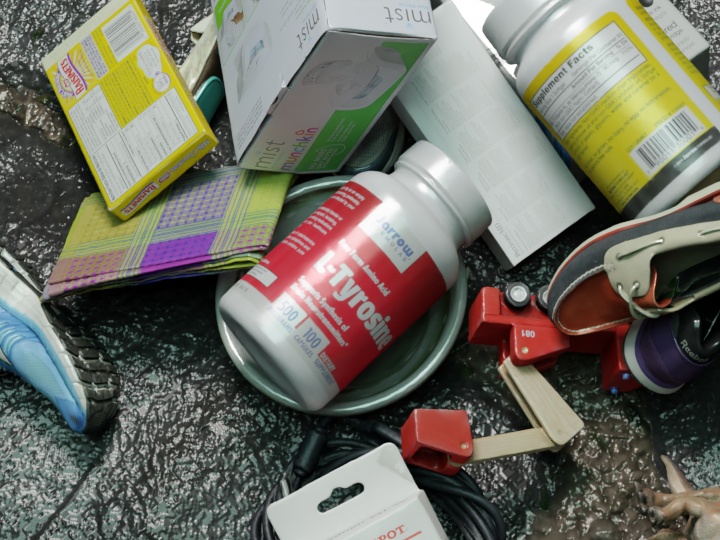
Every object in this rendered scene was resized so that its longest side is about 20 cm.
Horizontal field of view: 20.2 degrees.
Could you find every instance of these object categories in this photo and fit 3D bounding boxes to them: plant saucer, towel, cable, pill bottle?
[{"bbox_3d":[-0.013,0.025,1.594,0.198,0.050,0.202,-3,68,7],"label":"plant saucer"},{"bbox_3d":[-0.150,-0.033,1.600,0.198,0.023,0.144,-11,32,17],"label":"towel"},{"bbox_3d":[0.014,0.207,1.513,0.199,0.051,0.164,33,75,19],"label":"cable"},{"bbox_3d":[0.189,-0.135,1.509,0.114,0.114,0.200,-37,80,-8],"label":"pill bottle"},{"bbox_3d":[0.000,0.000,1.514,0.200,0.112,0.112,-43,68,-10],"label":"pill bottle"}]

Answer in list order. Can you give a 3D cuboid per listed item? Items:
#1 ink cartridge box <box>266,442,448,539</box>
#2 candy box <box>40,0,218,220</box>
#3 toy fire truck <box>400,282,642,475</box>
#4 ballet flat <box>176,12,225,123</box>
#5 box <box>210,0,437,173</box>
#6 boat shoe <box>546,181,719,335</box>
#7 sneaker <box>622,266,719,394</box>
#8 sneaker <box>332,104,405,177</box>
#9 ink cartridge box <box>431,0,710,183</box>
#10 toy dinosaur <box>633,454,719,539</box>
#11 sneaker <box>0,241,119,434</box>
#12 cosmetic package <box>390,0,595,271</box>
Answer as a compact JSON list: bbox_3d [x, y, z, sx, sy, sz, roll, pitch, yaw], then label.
[{"bbox_3d":[0.020,0.237,1.449,0.116,0.067,0.201,-28,87,3],"label":"ink cartridge box"},{"bbox_3d":[-0.192,-0.139,1.659,0.102,0.026,0.201,-39,49,12],"label":"candy box"},{"bbox_3d":[0.131,0.084,1.518,0.198,0.049,0.142,5,65,-10],"label":"toy fire truck"},{"bbox_3d":[-0.131,-0.173,1.688,0.062,0.068,0.201,27,73,28],"label":"ballet flat"},{"bbox_3d":[-0.036,-0.200,1.551,0.096,0.200,0.178,1,62,-25],"label":"box"},{"bbox_3d":[0.216,0.000,1.449,0.199,0.071,0.063,-28,35,27],"label":"boat shoe"},{"bbox_3d":[0.269,-0.002,1.522,0.075,0.087,0.201,31,57,-15],"label":"sneaker"},{"bbox_3d":[-0.003,-0.169,1.655,0.077,0.086,0.202,0,67,9],"label":"sneaker"},{"bbox_3d":[0.165,-0.192,1.641,0.146,0.084,0.200,-37,69,-7],"label":"ink cartridge box"},{"bbox_3d":[0.273,0.187,1.448,0.134,0.200,0.087,-12,104,-1],"label":"toy dinosaur"},{"bbox_3d":[-0.269,0.063,1.615,0.090,0.078,0.200,-47,64,8],"label":"sneaker"},{"bbox_3d":[0.092,-0.106,1.599,0.082,0.051,0.201,-34,89,-9],"label":"cosmetic package"}]
